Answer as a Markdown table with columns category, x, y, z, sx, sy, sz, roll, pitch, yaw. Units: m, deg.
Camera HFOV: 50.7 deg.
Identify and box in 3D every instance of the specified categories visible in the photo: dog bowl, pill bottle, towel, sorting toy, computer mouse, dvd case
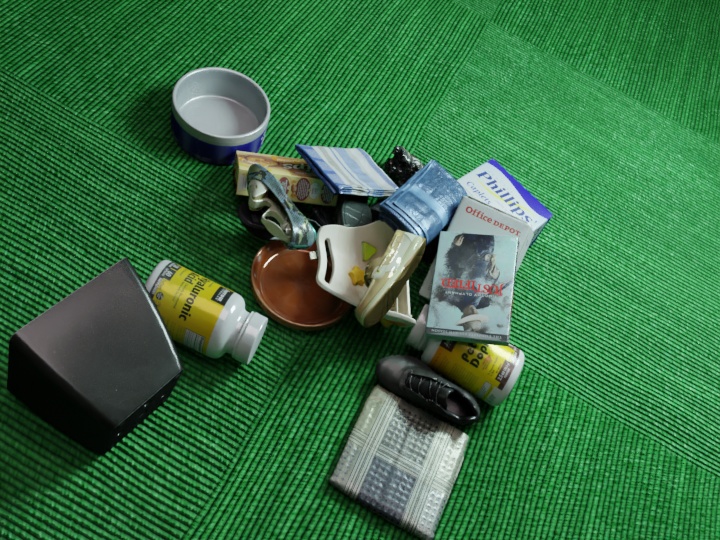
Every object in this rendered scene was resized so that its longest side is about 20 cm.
| category | x | y | z | sx | sy | sz | roll | pitch | yaw |
| --- | --- | --- | --- | --- | --- | --- | --- | --- | --- |
| dog bowl | -0.284 | -0.313 | 1.538 | 0.194 | 0.079 | 0.204 | 9 | 52 | -12 |
| pill bottle | -0.255 | 0.074 | 1.238 | 0.196 | 0.112 | 0.113 | 25 | 50 | 0 |
| pill bottle | 0.181 | 0.143 | 1.339 | 0.197 | 0.110 | 0.110 | 30 | 50 | 5 |
| towel | 0.066 | 0.308 | 1.233 | 0.189 | 0.035 | 0.202 | 27 | 53 | 6 |
| sorting toy | 0.000 | 0.000 | 1.347 | 0.177 | 0.106 | 0.205 | 19 | 54 | -28 |
| computer mouse | -0.128 | -0.062 | 1.388 | 0.196 | 0.047 | 0.142 | -2 | 46 | -35 |
| dvd case | 0.194 | 0.027 | 1.310 | 0.142 | 0.022 | 0.205 | 5 | 63 | 14 |
| towel | 0.121 | -0.123 | 1.405 | 0.111 | 0.049 | 0.200 | 42 | 45 | 6 |
| towel | -0.022 | -0.196 | 1.475 | 0.198 | 0.024 | 0.147 | -5 | 48 | -51 |

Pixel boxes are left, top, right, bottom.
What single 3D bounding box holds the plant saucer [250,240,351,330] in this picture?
| category | x | y | z | sx | sy | sz | roll | pitch | yaw |
| --- | --- | --- | --- | --- | --- | --- | --- | --- | --- |
| plant saucer | -0.104 | 0.023 | 1.381 | 0.195 | 0.033 | 0.204 | 10 | 51 | -12 |

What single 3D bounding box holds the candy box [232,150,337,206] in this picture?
| category | x | y | z | sx | sy | sz | roll | pitch | yaw |
| --- | --- | --- | --- | --- | --- | --- | --- | --- | --- |
| candy box | -0.145 | -0.179 | 1.473 | 0.194 | 0.057 | 0.116 | 6 | 25 | -15 |

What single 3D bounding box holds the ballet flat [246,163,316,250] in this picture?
| category | x | y | z | sx | sy | sz | roll | pitch | yaw |
| --- | --- | --- | --- | --- | --- | --- | --- | --- | --- |
| ballet flat | -0.156 | -0.112 | 1.332 | 0.073 | 0.075 | 0.200 | -27 | 60 | -33 |

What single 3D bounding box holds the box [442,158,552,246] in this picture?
| category | x | y | z | sx | sy | sz | roll | pitch | yaw |
| --- | --- | --- | --- | --- | --- | --- | --- | --- | --- |
| box | 0.257 | -0.103 | 1.553 | 0.198 | 0.106 | 0.184 | -32 | 70 | -35 |

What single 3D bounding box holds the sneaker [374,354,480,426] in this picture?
| category | x | y | z | sx | sy | sz | roll | pitch | yaw |
| --- | --- | --- | --- | --- | --- | --- | --- | --- | --- |
| sneaker | 0.117 | 0.198 | 1.277 | 0.196 | 0.091 | 0.078 | 23 | 84 | 1 |

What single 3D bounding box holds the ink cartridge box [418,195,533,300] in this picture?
| category | x | y | z | sx | sy | sz | roll | pitch | yaw |
| --- | --- | --- | --- | --- | --- | --- | --- | --- | --- |
| ink cartridge box | 0.216 | -0.014 | 1.402 | 0.144 | 0.083 | 0.204 | 26 | 90 | 17 |

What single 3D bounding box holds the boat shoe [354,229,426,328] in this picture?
| category | x | y | z | sx | sy | sz | roll | pitch | yaw |
| --- | --- | --- | --- | --- | --- | --- | --- | --- | --- |
| boat shoe | 0.039 | 0.010 | 1.275 | 0.065 | 0.075 | 0.201 | 27 | 53 | 16 |

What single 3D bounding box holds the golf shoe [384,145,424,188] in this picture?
| category | x | y | z | sx | sy | sz | roll | pitch | yaw |
| --- | --- | --- | --- | --- | --- | --- | --- | --- | --- |
| golf shoe | 0.119 | -0.182 | 1.563 | 0.093 | 0.078 | 0.202 | 25 | 30 | -30 |

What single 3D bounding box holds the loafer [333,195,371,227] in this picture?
| category | x | y | z | sx | sy | sz | roll | pitch | yaw |
| --- | --- | --- | --- | --- | --- | --- | --- | --- | --- |
| loafer | -0.019 | -0.115 | 1.481 | 0.071 | 0.063 | 0.203 | 29 | 39 | -22 |

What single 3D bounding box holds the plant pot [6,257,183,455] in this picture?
| category | x | y | z | sx | sy | sz | roll | pitch | yaw |
| --- | --- | --- | --- | --- | --- | --- | --- | --- | --- |
| plant pot | -0.372 | 0.142 | 1.106 | 0.178 | 0.200 | 0.200 | 45 | 52 | 3 |

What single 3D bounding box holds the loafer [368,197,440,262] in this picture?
| category | x | y | z | sx | sy | sz | roll | pitch | yaw |
| --- | --- | --- | --- | --- | --- | --- | --- | --- | --- |
| loafer | 0.107 | -0.085 | 1.511 | 0.197 | 0.073 | 0.073 | 32 | 46 | 5 |
